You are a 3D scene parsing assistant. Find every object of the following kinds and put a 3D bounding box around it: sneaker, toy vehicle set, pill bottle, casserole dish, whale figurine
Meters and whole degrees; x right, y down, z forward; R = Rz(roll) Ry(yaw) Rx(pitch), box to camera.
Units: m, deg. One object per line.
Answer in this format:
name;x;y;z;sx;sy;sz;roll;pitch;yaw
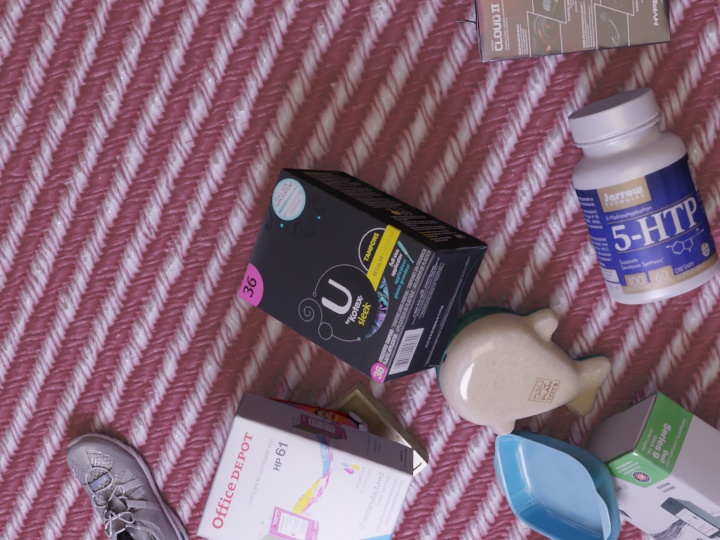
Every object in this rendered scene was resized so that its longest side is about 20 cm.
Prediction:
sneaker;-0.280;0.280;1.315;0.075;0.082;0.200;-38;97;14
toy vehicle set;-0.033;0.240;1.306;0.200;0.027;0.124;-41;96;14
pill bottle;0.287;-0.078;1.141;0.119;0.120;0.201;-19;101;11
casserole dish;0.219;0.238;1.215;0.039;0.200;0.122;-20;104;-25
whale figurine;0.176;0.105;1.224;0.199;0.104;0.160;10;112;-21

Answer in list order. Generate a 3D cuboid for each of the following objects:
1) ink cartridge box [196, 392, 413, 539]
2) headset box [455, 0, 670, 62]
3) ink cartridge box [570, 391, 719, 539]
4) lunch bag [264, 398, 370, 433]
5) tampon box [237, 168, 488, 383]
ink cartridge box;-0.059;0.234;1.172;0.199;0.085;0.145;19;102;0
headset box;0.194;-0.253;1.091;0.198;0.149;0.076;-5;103;8
ink cartridge box;0.354;0.235;1.194;0.199;0.084;0.146;33;150;-2
lunch bag;-0.064;0.255;1.256;0.175;0.082;0.202;10;105;4
tampon box;0.000;0.000;1.153;0.199;0.126;0.151;28;107;26
